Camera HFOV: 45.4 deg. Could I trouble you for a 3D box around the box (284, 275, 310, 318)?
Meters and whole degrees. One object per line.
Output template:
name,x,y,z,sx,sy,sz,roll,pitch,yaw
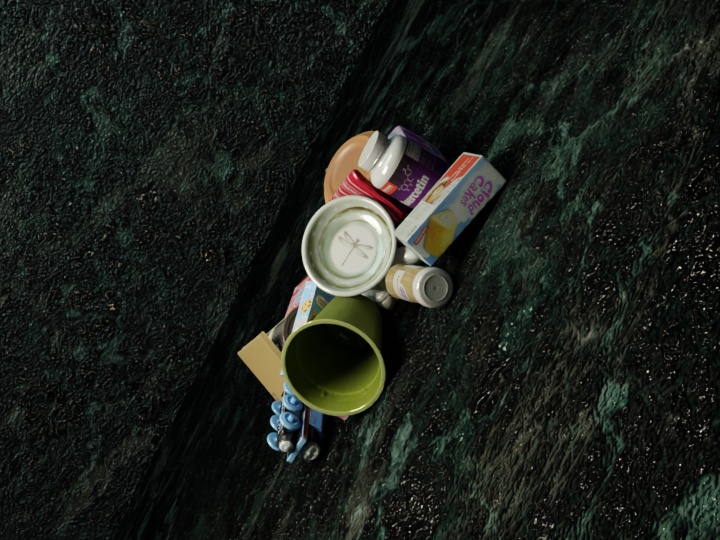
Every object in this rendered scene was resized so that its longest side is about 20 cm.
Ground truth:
box,-0.103,0.073,2.124,0.200,0.094,0.104,-41,26,56

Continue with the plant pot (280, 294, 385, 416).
plant pot,-0.030,0.137,1.641,0.201,0.198,0.191,-54,4,29

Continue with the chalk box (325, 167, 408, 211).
chalk box,0.005,-0.174,1.972,0.126,0.198,0.125,-65,15,-13

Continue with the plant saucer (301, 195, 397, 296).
plant saucer,-0.017,-0.044,1.697,0.203,0.198,0.050,-64,-22,-5

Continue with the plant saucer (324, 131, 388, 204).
plant saucer,-0.013,-0.208,1.828,0.198,0.037,0.204,-26,51,38

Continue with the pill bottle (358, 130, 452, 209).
pill bottle,0.098,-0.188,1.679,0.113,0.198,0.113,-55,16,25

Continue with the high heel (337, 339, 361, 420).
high heel,-0.052,0.201,1.725,0.067,0.095,0.202,-47,22,48

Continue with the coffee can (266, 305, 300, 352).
coffee can,-0.145,0.179,1.987,0.200,0.145,0.148,-40,27,57

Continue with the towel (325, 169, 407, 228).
towel,-0.001,-0.108,1.762,0.023,0.144,0.200,-52,3,-38

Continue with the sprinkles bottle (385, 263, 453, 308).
sprinkles bottle,0.103,0.025,1.553,0.069,0.067,0.200,-63,14,-4

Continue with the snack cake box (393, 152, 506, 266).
snack cake box,0.155,-0.111,1.524,0.200,0.067,0.115,-48,13,2

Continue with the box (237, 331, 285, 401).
box,-0.185,0.238,1.938,0.021,0.201,0.163,-40,2,-32

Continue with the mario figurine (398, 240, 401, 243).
mario figurine,0.031,-0.087,1.887,0.105,0.124,0.201,-28,-18,-17

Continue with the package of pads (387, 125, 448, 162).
package of pads,0.121,-0.236,1.840,0.076,0.119,0.201,-58,16,16

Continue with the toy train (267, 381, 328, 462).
toy train,-0.121,0.305,1.747,0.087,0.113,0.201,-59,14,24

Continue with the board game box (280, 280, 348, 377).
board game box,-0.083,0.146,1.748,0.036,0.151,0.203,-2,61,34

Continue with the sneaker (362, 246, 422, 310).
sneaker,0.063,0.025,1.716,0.199,0.077,0.101,-37,56,40
